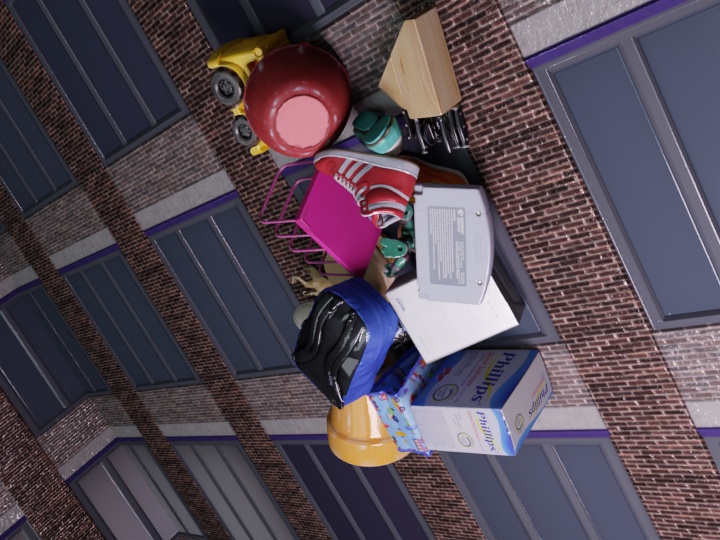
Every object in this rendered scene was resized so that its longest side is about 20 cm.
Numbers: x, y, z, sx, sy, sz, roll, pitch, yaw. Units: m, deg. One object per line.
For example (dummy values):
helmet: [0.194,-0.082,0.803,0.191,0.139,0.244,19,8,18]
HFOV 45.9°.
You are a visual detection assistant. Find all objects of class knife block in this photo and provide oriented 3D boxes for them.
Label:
knife block: [0.121,-0.286,1.351,0.175,0.064,0.201,41,141,11]

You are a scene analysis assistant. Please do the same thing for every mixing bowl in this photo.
mixing bowl: [-0.104,-0.273,1.465,0.196,0.109,0.204,-3,121,-6]

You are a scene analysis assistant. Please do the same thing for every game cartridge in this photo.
game cartridge: [0.156,-0.044,1.416,0.130,0.042,0.204,3,111,17]

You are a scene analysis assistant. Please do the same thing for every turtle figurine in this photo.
turtle figurine: [0.074,-0.069,1.526,0.099,0.200,0.153,-9,88,7]

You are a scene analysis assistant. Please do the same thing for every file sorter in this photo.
file sorter: [-0.072,-0.094,1.577,0.124,0.141,0.200,1,149,41]

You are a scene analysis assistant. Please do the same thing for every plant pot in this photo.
plant pot: [0.020,0.261,1.739,0.198,0.199,0.187,15,124,37]

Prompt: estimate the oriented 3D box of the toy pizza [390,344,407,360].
toy pizza: [0.043,0.166,1.827,0.198,0.032,0.202,32,145,25]

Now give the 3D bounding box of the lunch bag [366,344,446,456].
lunch bag: [0.126,0.233,1.664,0.093,0.200,0.152,-3,123,48]

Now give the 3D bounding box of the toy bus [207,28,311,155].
toy bus: [-0.153,-0.334,1.556,0.189,0.136,0.203,-8,118,31]

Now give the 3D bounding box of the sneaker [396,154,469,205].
sneaker: [0.095,-0.152,1.480,0.198,0.077,0.074,14,132,40]

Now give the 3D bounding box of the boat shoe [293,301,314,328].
boat shoe: [-0.067,0.123,1.820,0.200,0.073,0.060,18,160,45]

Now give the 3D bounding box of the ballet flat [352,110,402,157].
ballet flat: [0.039,-0.226,1.434,0.070,0.067,0.200,43,-176,-21]

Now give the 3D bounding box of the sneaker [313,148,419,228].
sneaker: [-0.004,-0.136,1.422,0.197,0.115,0.071,11,172,30]

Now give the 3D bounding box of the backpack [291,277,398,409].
backpack: [-0.019,0.114,1.571,0.162,0.167,0.202,36,129,23]

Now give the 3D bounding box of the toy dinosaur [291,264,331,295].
toy dinosaur: [-0.093,0.021,1.828,0.100,0.059,0.201,16,152,32]

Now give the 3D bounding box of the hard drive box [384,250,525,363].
hard drive box: [0.168,0.053,1.518,0.198,0.077,0.157,-26,102,28]

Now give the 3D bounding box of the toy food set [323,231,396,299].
toy food set: [0.000,0.000,1.725,0.195,0.049,0.203,12,130,40]

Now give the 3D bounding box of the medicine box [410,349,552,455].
medicine box: [0.225,0.238,1.569,0.197,0.182,0.104,-6,117,40]

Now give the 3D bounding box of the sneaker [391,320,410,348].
sneaker: [0.085,0.113,1.667,0.196,0.079,0.070,-3,156,27]
